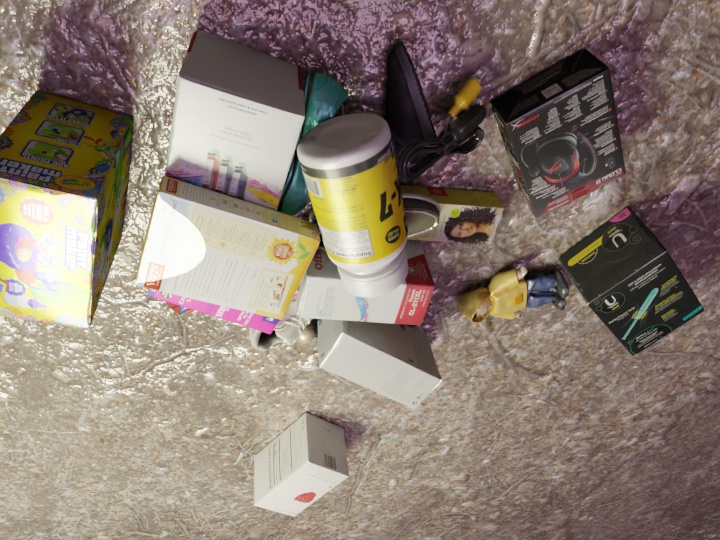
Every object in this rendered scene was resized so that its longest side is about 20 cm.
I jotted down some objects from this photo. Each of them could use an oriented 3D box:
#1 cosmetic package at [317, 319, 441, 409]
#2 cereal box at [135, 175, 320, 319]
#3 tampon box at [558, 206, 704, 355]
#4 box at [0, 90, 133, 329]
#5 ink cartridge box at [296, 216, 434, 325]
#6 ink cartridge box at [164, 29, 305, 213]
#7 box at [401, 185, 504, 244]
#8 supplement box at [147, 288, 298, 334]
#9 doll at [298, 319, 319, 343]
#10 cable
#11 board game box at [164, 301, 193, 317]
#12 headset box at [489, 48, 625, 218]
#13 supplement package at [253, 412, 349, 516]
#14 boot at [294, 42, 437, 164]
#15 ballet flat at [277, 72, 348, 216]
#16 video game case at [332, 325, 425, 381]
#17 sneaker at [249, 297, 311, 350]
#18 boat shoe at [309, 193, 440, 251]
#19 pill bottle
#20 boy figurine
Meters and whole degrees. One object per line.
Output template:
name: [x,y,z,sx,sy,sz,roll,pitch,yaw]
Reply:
cosmetic package: [0.028,0.132,0.881,0.197,0.114,0.082,29,115,-24]
cereal box: [-0.164,-0.020,0.659,0.195,0.040,0.145,17,126,-23]
tampon box: [0.481,0.022,0.949,0.149,0.128,0.199,-39,125,21]
box: [-0.372,-0.075,0.666,0.118,0.195,0.203,11,127,-19]
ink cartridge box: [0.000,0.000,0.828,0.193,0.148,0.084,5,130,-15]
ink cartridge box: [-0.164,-0.155,0.669,0.141,0.148,0.203,12,128,-19]
box: [0.122,-0.088,0.841,0.193,0.051,0.077,2,129,-11]
supplement box: [-0.201,0.000,0.798,0.196,0.105,0.102,21,123,-27]
doll: [-0.024,0.110,0.981,0.193,0.049,0.139,-7,132,-5]
cable: [0.108,-0.176,0.708,0.199,0.050,0.098,-40,150,-21]
board game box: [-0.246,-0.001,0.867,0.196,0.020,0.104,-27,128,12]
headset box: [0.292,-0.184,0.775,0.146,0.076,0.201,-26,129,12]
supplement package: [-0.136,0.437,1.188,0.120,0.122,0.200,30,120,-32]
boot: [-0.002,-0.191,0.731,0.195,0.066,0.167,-17,123,15]
ballet flat: [-0.059,-0.146,0.690,0.068,0.068,0.205,16,114,-5]
video game case: [0.036,0.162,1.020,0.195,0.018,0.143,-20,155,7]
sneaker: [-0.107,0.079,0.906,0.197,0.101,0.078,-32,129,16]
boat shoe: [0.023,-0.064,0.771,0.195,0.061,0.074,-5,130,-2]
pill bottle: [-0.001,-0.075,0.658,0.111,0.116,0.204,-14,126,2]
boy figurine: [0.277,0.045,0.974,0.193,0.065,0.127,-9,134,-7]
